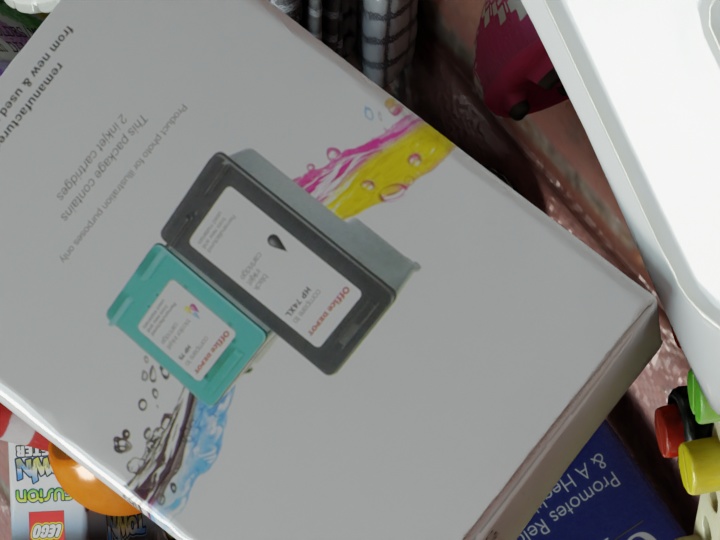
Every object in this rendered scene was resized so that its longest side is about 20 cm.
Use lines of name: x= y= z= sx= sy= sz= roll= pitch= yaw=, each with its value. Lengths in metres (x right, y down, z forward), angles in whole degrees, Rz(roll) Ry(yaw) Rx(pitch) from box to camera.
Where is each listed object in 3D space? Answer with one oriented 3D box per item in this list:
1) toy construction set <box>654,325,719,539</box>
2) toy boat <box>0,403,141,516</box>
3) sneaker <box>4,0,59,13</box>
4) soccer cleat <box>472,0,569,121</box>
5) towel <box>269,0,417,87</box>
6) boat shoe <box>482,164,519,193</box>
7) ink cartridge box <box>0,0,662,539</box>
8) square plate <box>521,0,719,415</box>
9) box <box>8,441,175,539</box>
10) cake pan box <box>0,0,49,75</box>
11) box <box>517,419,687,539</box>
toy construction set: x=0.142 y=0.074 z=0.945 sx=0.200 sy=0.092 sz=0.131 roll=112 pitch=152 yaw=-48
toy boat: x=-0.086 y=0.035 z=1.082 sx=0.131 sy=0.199 sz=0.131 roll=-90 pitch=19 yaw=-54
sneaker: x=-0.111 y=-0.147 z=1.051 sx=0.200 sy=0.074 sz=0.087 roll=29 pitch=135 yaw=53
soccer cleat: x=0.079 y=-0.122 z=0.918 sx=0.087 sy=0.070 sz=0.200 roll=62 pitch=149 yaw=15
towel: x=-0.062 y=-0.167 z=1.115 sx=0.200 sy=0.085 sz=0.166 roll=46 pitch=151 yaw=32
boat shoe: x=0.000 y=0.000 z=1.179 sx=0.200 sy=0.065 sz=0.073 roll=-25 pitch=90 yaw=46
ink cartridge box: x=-0.025 y=0.013 z=0.950 sx=0.200 sy=0.146 sz=0.147 roll=38 pitch=179 yaw=9
square plate: x=0.130 y=-0.063 z=0.819 sx=0.198 sy=0.028 sz=0.200 roll=-18 pitch=102 yaw=42
box: x=-0.087 y=0.066 z=1.255 sx=0.035 sy=0.200 sz=0.111 roll=-4 pitch=84 yaw=20
cake pan box: x=-0.141 y=-0.112 z=1.188 sx=0.184 sy=0.200 sz=0.052 roll=45 pitch=120 yaw=36
box: x=0.078 y=0.142 z=1.092 sx=0.200 sy=0.121 sz=0.032 roll=55 pitch=170 yaw=10
